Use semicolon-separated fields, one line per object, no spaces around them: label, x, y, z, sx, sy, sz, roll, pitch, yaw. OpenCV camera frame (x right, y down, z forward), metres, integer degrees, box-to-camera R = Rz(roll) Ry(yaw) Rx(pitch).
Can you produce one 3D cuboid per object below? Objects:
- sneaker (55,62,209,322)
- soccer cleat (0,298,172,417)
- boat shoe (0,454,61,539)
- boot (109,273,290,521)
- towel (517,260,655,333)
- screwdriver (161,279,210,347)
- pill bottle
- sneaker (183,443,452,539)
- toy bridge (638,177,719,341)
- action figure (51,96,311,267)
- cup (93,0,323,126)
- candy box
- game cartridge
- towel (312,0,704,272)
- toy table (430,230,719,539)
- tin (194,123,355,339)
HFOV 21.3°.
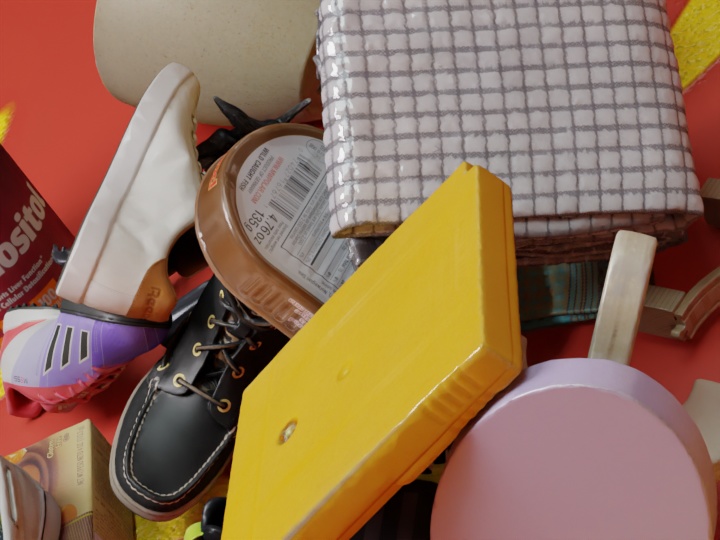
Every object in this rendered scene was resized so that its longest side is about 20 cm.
sneaker;-0.118;-0.043;1.170;0.073;0.085;0.200;119;170;-48
soccer cleat;-0.176;0.056;1.212;0.200;0.068;0.073;-9;73;58
boat shoe;-0.211;0.175;1.029;0.075;0.086;0.202;-18;41;20
boot;-0.074;0.040;1.121;0.200;0.073;0.151;-55;-2;-34
towel;0.073;-0.032;1.131;0.200;0.022;0.147;-10;79;28
screwdriver;-0.053;-0.010;1.251;0.200;0.029;0.028;-35;37;7
pill bottle;-0.282;-0.039;1.317;0.113;0.200;0.113;-21;39;18
sneaker;-0.001;0.120;1.029;0.200;0.083;0.072;-29;38;7
toy bridge;0.223;-0.035;1.076;0.067;0.027;0.200;11;54;39
action figure;-0.112;-0.055;1.283;0.200;0.119;0.102;-39;42;3
cup;-0.070;-0.182;1.350;0.143;0.200;0.200;27;65;22
candy box;-0.193;0.191;1.117;0.115;0.055;0.200;-25;38;11
game cartridge;0.004;0.056;0.927;0.200;0.032;0.176;-45;21;26
towel;0.074;-0.084;1.044;0.200;0.086;0.166;-5;74;-7
toy table;0.107;0.088;0.905;0.184;0.200;0.117;22;44;1
tin;0.000;0.000;1.061;0.042;0.200;0.112;-39;17;55
